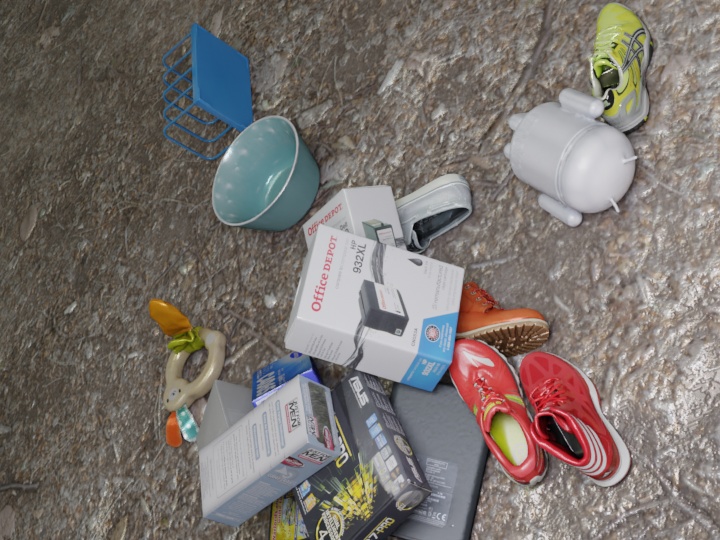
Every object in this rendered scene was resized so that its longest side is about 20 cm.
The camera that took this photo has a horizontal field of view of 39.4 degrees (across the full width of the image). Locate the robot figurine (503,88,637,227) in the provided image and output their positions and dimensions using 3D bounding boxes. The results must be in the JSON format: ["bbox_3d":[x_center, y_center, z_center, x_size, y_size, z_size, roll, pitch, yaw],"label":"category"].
[{"bbox_3d":[0.271,-0.145,1.292,0.200,0.112,0.172,37,133,48],"label":"robot figurine"}]

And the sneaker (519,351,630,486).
[{"bbox_3d":[0.228,0.153,1.167,0.079,0.115,0.200,-48,44,11],"label":"sneaker"}]

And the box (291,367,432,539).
[{"bbox_3d":[-0.012,0.241,1.221,0.161,0.049,0.201,-45,40,16],"label":"box"}]

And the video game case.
[{"bbox_3d":[-0.055,0.261,1.332,0.180,0.025,0.202,-28,49,43],"label":"video game case"}]

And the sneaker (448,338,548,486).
[{"bbox_3d":[0.165,0.162,1.212,0.077,0.085,0.201,-33,67,7],"label":"sneaker"}]

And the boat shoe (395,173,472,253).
[{"bbox_3d":[0.077,-0.063,1.461,0.200,0.070,0.072,-32,48,25],"label":"boat shoe"}]

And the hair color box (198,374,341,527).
[{"bbox_3d":[-0.118,0.229,1.263,0.199,0.060,0.100,-39,43,27],"label":"hair color box"}]

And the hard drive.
[{"bbox_3d":[0.088,0.240,1.267,0.138,0.033,0.202,11,74,14],"label":"hard drive"}]

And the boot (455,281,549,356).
[{"bbox_3d":[0.161,0.058,1.318,0.198,0.075,0.108,-10,56,41],"label":"boot"}]

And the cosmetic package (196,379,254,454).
[{"bbox_3d":[-0.180,0.249,1.458,0.200,0.089,0.108,-122,50,-70],"label":"cosmetic package"}]

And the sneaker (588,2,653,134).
[{"bbox_3d":[0.340,-0.281,1.329,0.075,0.076,0.202,-22,53,35],"label":"sneaker"}]

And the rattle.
[{"bbox_3d":[-0.309,0.172,1.650,0.129,0.143,0.202,15,71,27],"label":"rattle"}]

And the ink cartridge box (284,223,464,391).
[{"bbox_3d":[0.019,0.046,1.258,0.084,0.198,0.146,116,169,-56],"label":"ink cartridge box"}]

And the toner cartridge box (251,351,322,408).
[{"bbox_3d":[-0.105,0.161,1.427,0.094,0.044,0.200,-27,7,-4],"label":"toner cartridge box"}]

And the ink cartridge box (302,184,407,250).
[{"bbox_3d":[0.000,0.000,1.413,0.146,0.083,0.203,-35,65,56],"label":"ink cartridge box"}]

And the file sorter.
[{"bbox_3d":[-0.297,-0.334,1.914,0.122,0.138,0.202,-33,49,31],"label":"file sorter"}]

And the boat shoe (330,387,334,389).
[{"bbox_3d":[0.002,0.224,1.370,0.076,0.074,0.200,-54,43,8],"label":"boat shoe"}]

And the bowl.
[{"bbox_3d":[-0.146,-0.147,1.690,0.199,0.105,0.203,-21,55,33],"label":"bowl"}]
